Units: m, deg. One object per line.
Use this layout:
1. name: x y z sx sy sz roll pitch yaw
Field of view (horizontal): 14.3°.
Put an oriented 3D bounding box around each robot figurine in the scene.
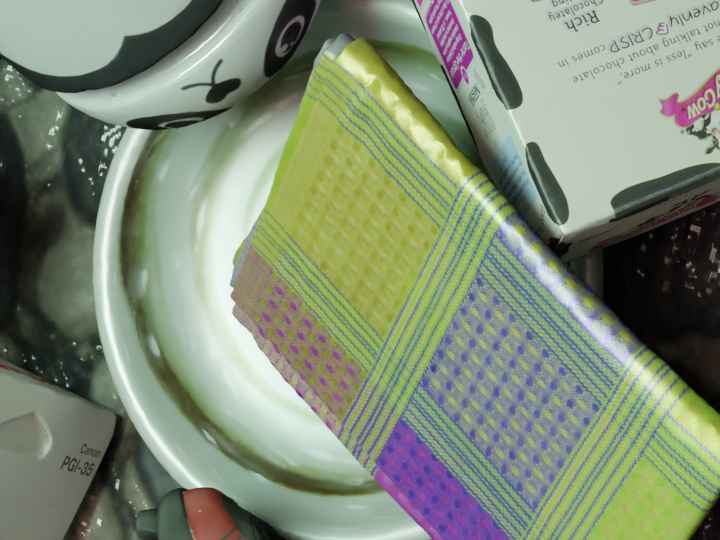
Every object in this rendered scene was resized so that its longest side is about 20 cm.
1. robot figurine: -0.097 -0.130 0.953 0.150 0.200 0.125 6 64 46

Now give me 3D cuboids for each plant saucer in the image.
1. plant saucer: 0.000 0.000 1.035 0.199 0.050 0.201 1 92 25

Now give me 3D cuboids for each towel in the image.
1. towel: 0.034 0.028 0.947 0.200 0.023 0.144 47 140 19

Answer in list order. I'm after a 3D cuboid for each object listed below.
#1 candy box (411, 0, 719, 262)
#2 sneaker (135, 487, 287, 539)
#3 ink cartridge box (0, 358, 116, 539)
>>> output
1. candy box: 0.082 -0.117 0.955 0.136 0.061 0.201 -21 79 -11
2. sneaker: 0.007 0.144 1.006 0.098 0.071 0.201 -37 99 11
3. ink cartridge box: -0.214 0.044 1.078 0.199 0.146 0.083 23 88 24
